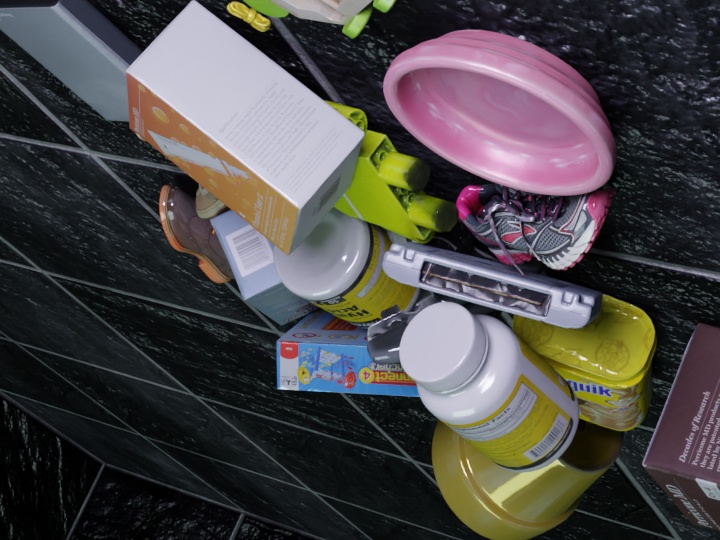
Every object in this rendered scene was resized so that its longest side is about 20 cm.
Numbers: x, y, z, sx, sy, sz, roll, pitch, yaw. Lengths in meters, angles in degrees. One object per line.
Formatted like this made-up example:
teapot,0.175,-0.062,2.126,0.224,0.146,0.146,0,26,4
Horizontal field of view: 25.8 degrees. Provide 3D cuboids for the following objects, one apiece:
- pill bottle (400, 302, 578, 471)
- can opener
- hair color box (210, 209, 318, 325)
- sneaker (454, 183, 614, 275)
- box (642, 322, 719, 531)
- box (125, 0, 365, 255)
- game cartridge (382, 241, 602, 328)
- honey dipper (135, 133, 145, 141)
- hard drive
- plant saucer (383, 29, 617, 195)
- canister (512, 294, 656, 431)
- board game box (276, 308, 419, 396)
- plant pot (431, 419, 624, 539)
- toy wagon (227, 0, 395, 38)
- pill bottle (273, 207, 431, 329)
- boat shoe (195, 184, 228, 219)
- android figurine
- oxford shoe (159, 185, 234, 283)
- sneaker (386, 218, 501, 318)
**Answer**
pill bottle,0.124,0.111,1.535,0.111,0.112,0.200,9,158,40
can opener,0.099,0.042,1.590,0.053,0.199,0.067,62,-179,-46
hair color box,-0.102,-0.006,1.762,0.200,0.060,0.100,46,-160,-76
sneaker,0.155,-0.047,1.419,0.074,0.081,0.200,35,161,-20
box,0.420,0.175,1.557,0.199,0.165,0.166,11,158,38
box,-0.107,-0.128,1.428,0.200,0.098,0.124,38,161,7
game cartridge,0.129,0.013,1.493,0.199,0.042,0.133,15,-179,13
honey dipper,-0.156,-0.153,1.611,0.199,0.038,0.038,2,152,42
hard drive,-0.275,-0.218,1.580,0.139,0.033,0.200,8,155,42
plant saucer,0.118,-0.132,1.276,0.199,0.051,0.201,22,162,7
canister,0.246,0.097,1.698,0.148,0.087,0.200,19,163,18
board game box,0.022,0.091,1.783,0.194,0.056,0.200,2,-170,12
plant pot,0.217,0.211,1.913,0.200,0.202,0.189,30,146,-16
toy wagon,-0.056,-0.239,1.223,0.155,0.040,0.200,30,162,-14
pill bottle,0.000,0.000,1.682,0.111,0.112,0.200,13,171,31
boat shoe,-0.138,-0.104,1.688,0.065,0.071,0.200,63,156,-3
android figurine,0.003,-0.093,1.512,0.199,0.041,0.182,21,157,47
oxford shoe,-0.179,-0.050,1.900,0.072,0.072,0.200,-6,155,22
sneaker,0.095,-0.002,1.658,0.079,0.074,0.200,21,158,43
